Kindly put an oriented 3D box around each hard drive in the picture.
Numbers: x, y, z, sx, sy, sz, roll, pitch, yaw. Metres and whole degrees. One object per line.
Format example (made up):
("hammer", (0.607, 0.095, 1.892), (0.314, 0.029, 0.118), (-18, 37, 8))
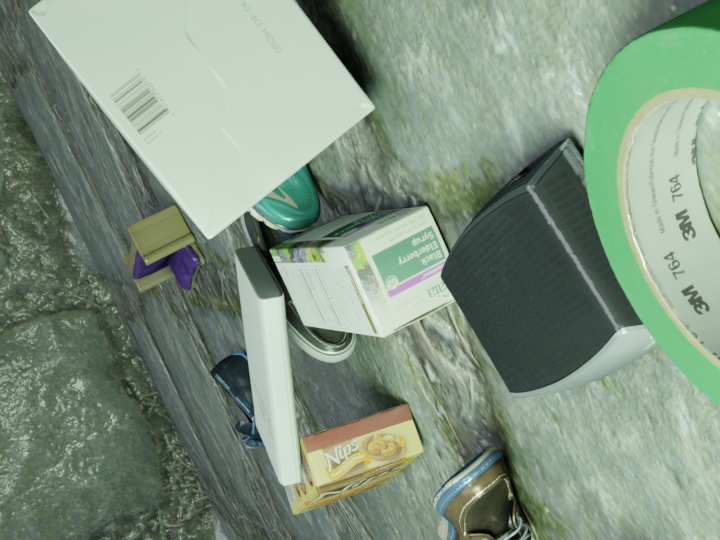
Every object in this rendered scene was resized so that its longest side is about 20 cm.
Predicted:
("hard drive", (0.113, 0.012, 0.701), (0.135, 0.042, 0.200), (59, 161, 9))
("hard drive", (-0.091, 0.092, 1.101), (0.132, 0.026, 0.201), (-128, 31, -62))

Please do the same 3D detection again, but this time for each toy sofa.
("toy sofa", (-0.305, -0.017, 1.709), (0.098, 0.083, 0.200), (62, 161, 5))

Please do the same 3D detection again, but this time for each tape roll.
("tape roll", (0.178, -0.018, 0.481), (0.201, 0.048, 0.201), (51, 159, 29))

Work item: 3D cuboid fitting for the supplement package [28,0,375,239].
("supplement package", (-0.115, -0.148, 0.825), (0.200, 0.156, 0.111), (52, 176, -7))

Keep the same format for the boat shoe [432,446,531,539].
("boat shoe", (0.112, 0.213, 0.954), (0.072, 0.072, 0.200), (48, 167, 24))

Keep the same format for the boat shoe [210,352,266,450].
("boat shoe", (-0.161, 0.223, 1.677), (0.200, 0.068, 0.084), (59, 161, 9))

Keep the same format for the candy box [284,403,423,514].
("candy box", (-0.014, 0.203, 1.175), (0.200, 0.115, 0.056), (118, 134, -68))

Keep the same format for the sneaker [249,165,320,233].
("sneaker", (-0.093, -0.127, 1.018), (0.080, 0.077, 0.201), (-19, 98, 62))

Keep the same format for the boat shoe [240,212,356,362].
("boat shoe", (-0.062, -0.004, 1.119), (0.066, 0.070, 0.201), (107, 140, -66))

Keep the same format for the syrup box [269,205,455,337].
("syrup box", (0.000, 0.000, 0.928), (0.082, 0.079, 0.200), (66, 161, -8))
